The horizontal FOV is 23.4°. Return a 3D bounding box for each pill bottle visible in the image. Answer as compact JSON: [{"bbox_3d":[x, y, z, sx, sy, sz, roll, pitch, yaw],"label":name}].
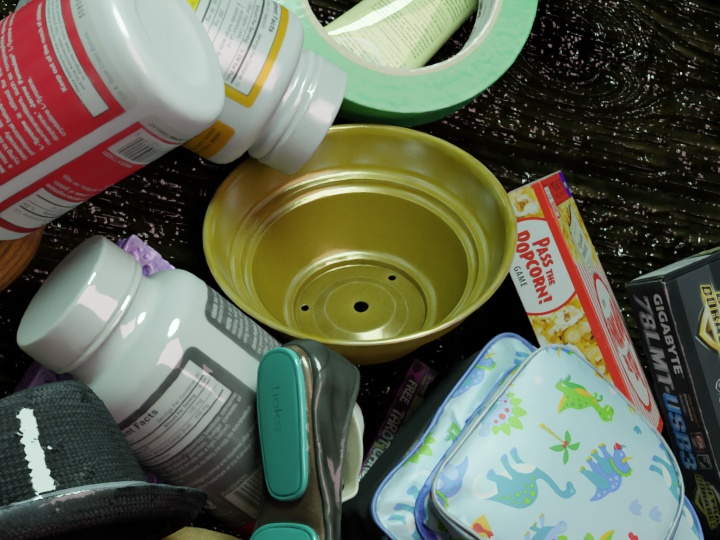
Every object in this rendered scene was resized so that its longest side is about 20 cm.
[{"bbox_3d":[-0.103,0.069,1.048,0.200,0.111,0.111,40,65,-22],"label":"pill bottle"},{"bbox_3d":[-0.112,-0.140,1.094,0.200,0.109,0.109,28,70,-18],"label":"pill bottle"},{"bbox_3d":[-0.187,-0.088,0.997,0.112,0.200,0.112,50,23,-30],"label":"pill bottle"}]

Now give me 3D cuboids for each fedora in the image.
[{"bbox_3d":[-0.180,0.115,0.961,0.200,0.201,0.092,-8,75,-32],"label":"fedora"}]

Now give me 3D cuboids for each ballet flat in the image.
[{"bbox_3d":[-0.027,0.140,0.989,0.068,0.068,0.200,13,81,-43],"label":"ballet flat"}]

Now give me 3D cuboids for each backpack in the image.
[{"bbox_3d":[0.110,0.158,1.059,0.200,0.147,0.183,43,59,-4],"label":"backpack"}]

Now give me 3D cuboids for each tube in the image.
[{"bbox_3d":[0.048,-0.193,1.251,0.200,0.058,0.052,-45,145,-24],"label":"tube"}]

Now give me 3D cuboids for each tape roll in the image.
[{"bbox_3d":[0.022,-0.201,1.198,0.200,0.048,0.201,2,83,-13],"label":"tape roll"}]

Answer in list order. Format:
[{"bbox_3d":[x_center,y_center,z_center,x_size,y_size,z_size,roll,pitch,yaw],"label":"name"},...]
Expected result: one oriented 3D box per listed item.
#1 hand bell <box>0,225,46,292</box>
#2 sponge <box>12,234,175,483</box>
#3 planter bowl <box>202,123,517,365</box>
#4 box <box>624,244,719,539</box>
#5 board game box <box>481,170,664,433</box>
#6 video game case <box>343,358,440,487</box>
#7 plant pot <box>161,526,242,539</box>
[{"bbox_3d":[-0.246,0.030,1.032,0.104,0.104,0.200,49,49,-17],"label":"hand bell"},{"bbox_3d":[-0.159,0.089,1.094,0.112,0.030,0.200,41,65,-20],"label":"sponge"},{"bbox_3d":[0.000,0.000,1.135,0.200,0.200,0.084,-37,147,-29],"label":"planter bowl"},{"bbox_3d":[0.305,0.072,1.286,0.198,0.050,0.200,-19,93,-30],"label":"box"},{"bbox_3d":[0.152,0.033,1.219,0.046,0.151,0.200,-23,92,14],"label":"board game box"},{"bbox_3d":[0.066,0.185,1.135,0.181,0.036,0.200,33,58,-7],"label":"video game case"},{"bbox_3d":[-0.114,0.260,1.028,0.186,0.186,0.200,25,57,-26],"label":"plant pot"}]
